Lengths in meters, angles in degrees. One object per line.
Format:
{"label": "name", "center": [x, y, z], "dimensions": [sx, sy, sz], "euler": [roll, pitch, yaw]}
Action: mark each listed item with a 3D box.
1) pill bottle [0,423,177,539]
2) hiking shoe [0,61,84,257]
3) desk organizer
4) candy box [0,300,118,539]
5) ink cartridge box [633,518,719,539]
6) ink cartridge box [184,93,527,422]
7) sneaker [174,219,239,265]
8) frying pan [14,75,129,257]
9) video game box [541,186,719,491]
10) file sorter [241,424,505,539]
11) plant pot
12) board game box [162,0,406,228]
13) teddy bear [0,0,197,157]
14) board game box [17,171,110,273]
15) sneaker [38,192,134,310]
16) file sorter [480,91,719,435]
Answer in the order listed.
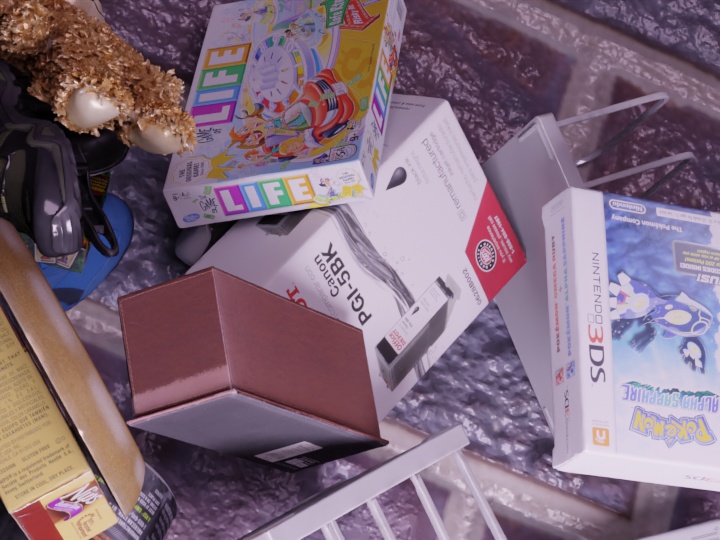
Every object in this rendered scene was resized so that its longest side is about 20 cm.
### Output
{"label": "pill bottle", "center": [-0.202, 0.200, 1.503], "dimensions": [0.106, 0.106, 0.200], "euler": [33, 63, -6]}
{"label": "hiking shoe", "center": [-0.236, -0.060, 1.502], "dimensions": [0.100, 0.076, 0.200], "euler": [-18, 37, -21]}
{"label": "desk organizer", "center": [-0.063, 0.062, 1.473], "dimensions": [0.200, 0.072, 0.077], "euler": [26, 51, -61]}
{"label": "candy box", "center": [-0.216, 0.062, 1.441], "dimensions": [0.056, 0.117, 0.200], "euler": [-27, 70, -8]}
{"label": "ink cartridge box", "center": [0.195, 0.283, 1.660], "dimensions": [0.173, 0.044, 0.201], "euler": [-11, 75, -23]}
{"label": "ink cartridge box", "center": [0.000, 0.000, 1.633], "dimensions": [0.200, 0.083, 0.147], "euler": [-47, 124, -27]}
{"label": "sneaker", "center": [-0.037, -0.053, 1.681], "dimensions": [0.200, 0.077, 0.082], "euler": [-40, 94, -27]}
{"label": "frying pan", "center": [-0.206, -0.077, 1.593], "dimensions": [0.115, 0.031, 0.190], "euler": [10, 30, -8]}
{"label": "video game box", "center": [0.215, 0.049, 1.598], "dimensions": [0.199, 0.047, 0.183], "euler": [9, 68, -23]}
{"label": "file sorter", "center": [-0.014, 0.202, 1.516], "dimensions": [0.200, 0.139, 0.125], "euler": [-25, 86, -50]}
{"label": "plant pot", "center": [-0.172, 0.048, 1.414], "dimensions": [0.027, 0.200, 0.200], "euler": [-28, 82, -8]}
{"label": "board game box", "center": [-0.047, -0.114, 1.637], "dimensions": [0.134, 0.034, 0.200], "euler": [-9, 40, 16]}
{"label": "teddy bear", "center": [-0.169, -0.133, 1.567], "dimensions": [0.145, 0.200, 0.067], "euler": [22, 103, -18]}
{"label": "board game box", "center": [-0.264, -0.057, 1.576], "dimensions": [0.199, 0.024, 0.105], "euler": [15, 33, -5]}
{"label": "sneaker", "center": [-0.223, -0.001, 1.588], "dimensions": [0.200, 0.078, 0.066], "euler": [-28, 81, -28]}
{"label": "file sorter", "center": [0.178, -0.003, 1.708], "dimensions": [0.124, 0.139, 0.200], "euler": [-16, 77, -28]}
